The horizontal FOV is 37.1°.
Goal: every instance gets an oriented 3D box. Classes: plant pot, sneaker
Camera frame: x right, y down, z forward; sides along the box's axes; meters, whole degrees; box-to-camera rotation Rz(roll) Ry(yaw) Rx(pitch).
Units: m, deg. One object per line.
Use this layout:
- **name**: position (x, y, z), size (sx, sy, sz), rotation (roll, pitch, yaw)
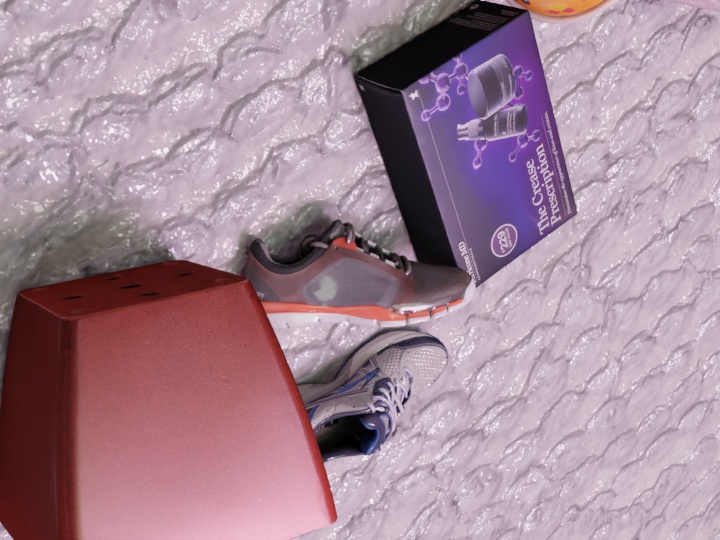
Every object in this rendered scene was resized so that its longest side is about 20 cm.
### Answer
- **plant pot**: position (-0.152, 0.095, 0.768), size (0.197, 0.199, 0.180), rotation (-11, 103, -30)
- **sneaker**: position (0.000, 0.000, 0.875), size (0.196, 0.077, 0.083), rotation (-3, 98, -12)
- **sneaker**: position (0.007, 0.124, 0.944), size (0.198, 0.085, 0.078), rotation (-29, 122, -23)

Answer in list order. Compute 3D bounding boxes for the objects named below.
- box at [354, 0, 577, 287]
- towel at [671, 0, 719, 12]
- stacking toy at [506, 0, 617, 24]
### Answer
- **box**: position (0.096, -0.106, 0.924), size (0.140, 0.079, 0.202), rotation (-33, 123, -17)
- **towel**: position (0.306, -0.291, 0.899), size (0.196, 0.192, 0.033), rotation (12, 63, -2)
- **stacking toy**: position (0.126, -0.267, 0.801), size (0.199, 0.144, 0.149), rotation (-11, 117, -59)
